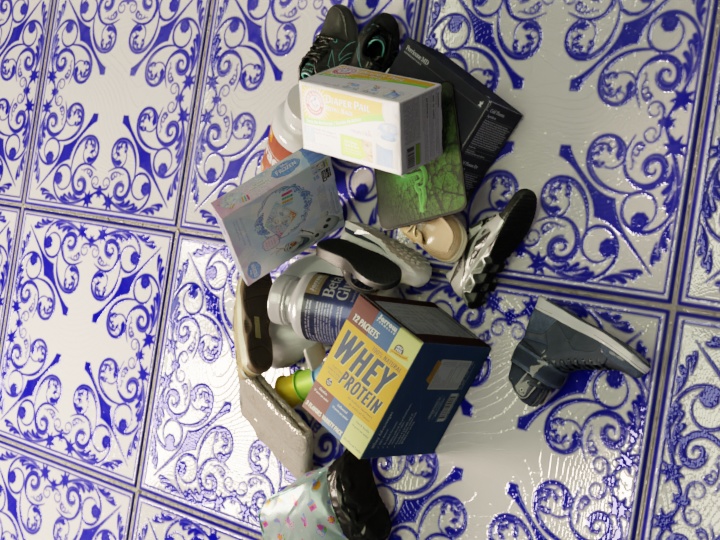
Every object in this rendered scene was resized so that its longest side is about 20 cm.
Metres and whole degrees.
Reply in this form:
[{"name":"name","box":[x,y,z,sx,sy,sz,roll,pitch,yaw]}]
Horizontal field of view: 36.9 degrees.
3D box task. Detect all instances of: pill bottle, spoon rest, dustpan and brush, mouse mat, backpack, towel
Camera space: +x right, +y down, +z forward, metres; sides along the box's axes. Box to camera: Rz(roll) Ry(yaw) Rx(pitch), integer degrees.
[{"name":"pill bottle","box":[-0.044,0.063,1.731,0.197,0.111,0.113,10,91,21]},{"name":"spoon rest","box":[-0.120,0.127,1.824,0.199,0.060,0.101,8,120,53]},{"name":"dustpan and brush","box":[-0.119,0.043,1.848,0.198,0.057,0.142,-7,81,36]},{"name":"mouse mat","box":[0.084,-0.171,1.628,0.159,0.007,0.203,-14,77,35]},{"name":"backpack","box":[-0.064,0.388,1.728,0.199,0.126,0.169,-28,72,34]},{"name":"pill bottle","box":[-0.097,-0.213,1.775,0.113,0.111,0.201,64,155,23]},{"name":"towel","box":[-0.145,0.255,1.817,0.200,0.034,0.134,42,147,32]}]

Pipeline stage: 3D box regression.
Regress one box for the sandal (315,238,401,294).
[{"name":"sandal","box":[0.001,0.000,1.681,0.200,0.075,0.049,32,128,53]}]

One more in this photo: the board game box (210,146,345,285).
[{"name":"board game box","box":[-0.127,-0.090,1.735,0.198,0.201,0.043,-33,60,-13]}]

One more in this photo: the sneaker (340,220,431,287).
[{"name":"sneaker","box":[0.037,-0.010,1.734,0.199,0.076,0.081,33,104,45]}]

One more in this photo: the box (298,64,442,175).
[{"name":"box","box":[0.014,-0.227,1.597,0.198,0.101,0.114,18,123,37]}]

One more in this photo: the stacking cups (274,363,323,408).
[{"name":"stacking cups","box":[-0.049,0.179,1.786,0.198,0.060,0.061,-20,73,30]}]

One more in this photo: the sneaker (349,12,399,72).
[{"name":"sneaker","box":[0.031,-0.355,1.726,0.079,0.075,0.202,-55,13,49]}]

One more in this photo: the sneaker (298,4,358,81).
[{"name":"sneaker","box":[-0.057,-0.355,1.829,0.075,0.079,0.203,10,89,38]}]

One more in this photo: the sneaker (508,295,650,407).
[{"name":"sneaker","box":[0.297,0.141,1.508,0.202,0.077,0.147,30,92,45]}]

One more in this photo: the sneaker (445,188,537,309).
[{"name":"sneaker","box":[0.187,-0.049,1.622,0.089,0.074,0.201,45,115,35]}]

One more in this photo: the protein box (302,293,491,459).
[{"name":"protein box","box":[0.057,0.159,1.617,0.135,0.199,0.200,37,106,33]}]

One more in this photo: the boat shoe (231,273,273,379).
[{"name":"boat shoe","box":[-0.191,0.085,1.815,0.076,0.071,0.203,-32,48,45]}]

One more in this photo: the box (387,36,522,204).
[{"name":"box","box":[0.116,-0.226,1.677,0.200,0.104,0.183,44,112,31]}]

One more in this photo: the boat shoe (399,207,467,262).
[{"name":"boat shoe","box":[0.091,-0.074,1.665,0.200,0.069,0.074,42,110,53]}]
